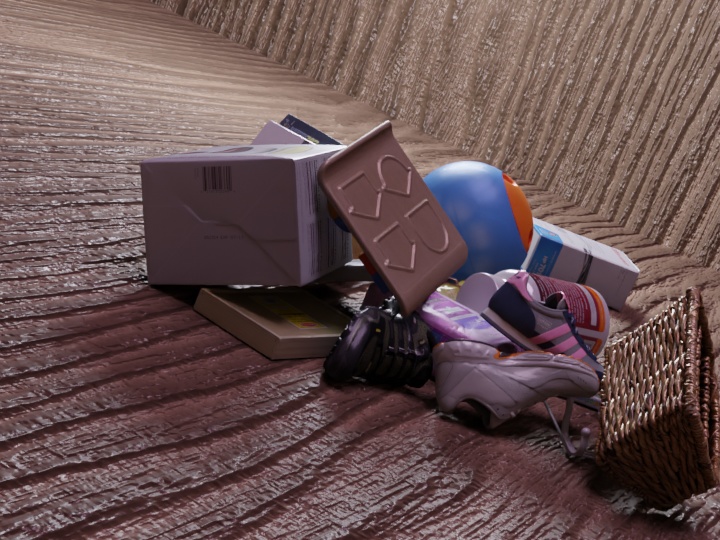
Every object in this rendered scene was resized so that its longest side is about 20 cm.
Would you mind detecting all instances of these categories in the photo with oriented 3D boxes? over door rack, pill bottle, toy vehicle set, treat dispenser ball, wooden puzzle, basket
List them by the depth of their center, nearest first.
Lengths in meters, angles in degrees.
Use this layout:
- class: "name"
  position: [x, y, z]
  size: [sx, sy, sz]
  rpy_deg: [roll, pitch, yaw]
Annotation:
- class: "basket"
  position: [0.364, 0.151, 1.605]
  size: [0.142, 0.149, 0.201]
  rpy_deg: [37, 38, -17]
- class: "toy vehicle set"
  position: [-0.084, 0.059, 1.663]
  size: [0.124, 0.027, 0.200]
  rpy_deg: [31, 15, 30]
- class: "wooden puzzle"
  position: [0.033, -0.059, 1.693]
  size: [0.201, 0.046, 0.185]
  rpy_deg: [60, 35, -6]
- class: "over door rack"
  position: [0.288, 0.175, 1.739]
  size: [0.147, 0.067, 0.200]
  rpy_deg: [18, 14, -21]
- class: "pill bottle"
  position: [0.226, 0.061, 1.906]
  size: [0.199, 0.113, 0.113]
  rpy_deg: [13, 16, -37]
- class: "treat dispenser ball"
  position: [0.162, -0.065, 2.177]
  size: [0.200, 0.202, 0.201]
  rpy_deg: [21, 13, -5]

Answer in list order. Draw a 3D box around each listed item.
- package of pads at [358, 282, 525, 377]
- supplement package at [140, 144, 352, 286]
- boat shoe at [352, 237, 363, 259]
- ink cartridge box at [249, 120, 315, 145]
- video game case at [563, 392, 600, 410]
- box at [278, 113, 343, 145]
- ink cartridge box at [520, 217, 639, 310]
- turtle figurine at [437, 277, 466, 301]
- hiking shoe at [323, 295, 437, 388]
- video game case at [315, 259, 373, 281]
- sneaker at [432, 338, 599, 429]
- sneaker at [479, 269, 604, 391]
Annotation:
- class: "package of pads"
  position: [0.103, 0.082, 1.774]
  size: [0.199, 0.076, 0.120]
  rpy_deg: [29, 16, 27]
- class: "supplement package"
  position: [-0.128, -0.068, 1.688]
  size: [0.190, 0.148, 0.200]
  rpy_deg: [1, 9, 17]
- class: "boat shoe"
  position: [-0.036, -0.031, 2.021]
  size: [0.069, 0.071, 0.200]
  rpy_deg: [-15, -6, 11]
- class: "ink cartridge box"
  position: [-0.068, -0.123, 2.172]
  size: [0.199, 0.083, 0.147]
  rpy_deg: [30, -15, 30]
- class: "video game case"
  position: [0.288, 0.150, 1.946]
  size: [0.199, 0.018, 0.143]
  rpy_deg: [21, 13, -8]
- class: "box"
  position: [-0.040, -0.153, 2.324]
  size: [0.157, 0.051, 0.200]
  rpy_deg: [32, -14, 47]
- class: "ink cartridge box"
  position: [0.387, -0.016, 2.613]
  size: [0.199, 0.086, 0.147]
  rpy_deg: [22, 13, -10]
- class: "turtle figurine"
  position: [0.122, 0.040, 1.998]
  size: [0.199, 0.065, 0.161]
  rpy_deg: [29, 15, 25]
- class: "hiking shoe"
  position: [0.035, 0.091, 1.624]
  size: [0.101, 0.076, 0.200]
  rpy_deg: [39, 29, 12]
- class: "video game case"
  position: [0.000, 0.000, 1.842]
  size: [0.199, 0.024, 0.182]
  rpy_deg: [-1, 3, 12]
- class: "sneaker"
  position: [0.175, 0.139, 1.637]
  size: [0.199, 0.093, 0.076]
  rpy_deg: [8, -17, -9]
- class: "sneaker"
  position: [0.241, 0.075, 1.716]
  size: [0.199, 0.082, 0.070]
  rpy_deg: [32, 2, -23]
